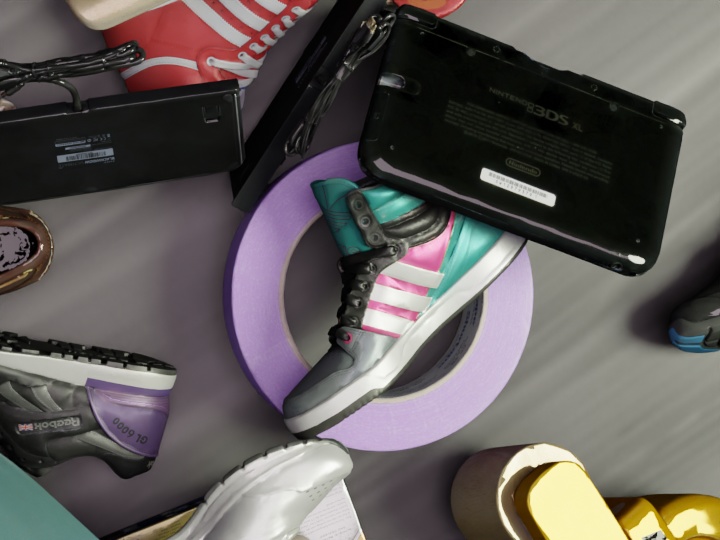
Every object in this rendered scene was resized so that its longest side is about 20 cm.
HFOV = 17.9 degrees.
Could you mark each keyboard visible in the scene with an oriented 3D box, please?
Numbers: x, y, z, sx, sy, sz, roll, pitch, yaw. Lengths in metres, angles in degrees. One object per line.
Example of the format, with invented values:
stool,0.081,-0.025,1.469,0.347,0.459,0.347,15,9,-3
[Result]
keyboard,-0.023,-0.122,1.438,0.021,0.127,0.201,29,105,-15
keyboard,-0.173,-0.094,1.401,0.198,0.128,0.021,-9,51,-6

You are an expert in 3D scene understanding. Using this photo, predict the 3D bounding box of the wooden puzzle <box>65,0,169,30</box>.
wooden puzzle,-0.123,-0.242,1.448,0.184,0.046,0.200,-26,50,-7

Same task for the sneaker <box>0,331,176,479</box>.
sneaker,-0.222,0.088,1.462,0.198,0.076,0.088,11,95,-9

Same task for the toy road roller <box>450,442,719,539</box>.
toy road roller,0.169,0.179,1.501,0.146,0.123,0.201,-38,98,-20

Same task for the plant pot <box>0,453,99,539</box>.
plant pot,-0.274,0.186,1.396,0.200,0.201,0.161,-43,75,-6

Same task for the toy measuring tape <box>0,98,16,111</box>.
toy measuring tape,-0.256,-0.195,1.456,0.073,0.074,0.201,-33,95,-7

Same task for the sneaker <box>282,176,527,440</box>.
sneaker,0.000,0.000,1.421,0.200,0.084,0.121,-44,101,-14

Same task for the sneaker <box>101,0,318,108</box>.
sneaker,-0.067,-0.151,1.459,0.199,0.071,0.113,-13,102,19

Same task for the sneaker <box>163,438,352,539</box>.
sneaker,-0.079,0.181,1.404,0.200,0.075,0.087,-40,74,-2

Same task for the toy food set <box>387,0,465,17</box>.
toy food set,0.031,-0.270,1.508,0.198,0.049,0.200,12,89,-9

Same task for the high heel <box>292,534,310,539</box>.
high heel,-0.100,0.253,1.460,0.200,0.067,0.096,-37,125,-19

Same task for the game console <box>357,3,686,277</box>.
game console,0.093,-0.085,1.453,0.199,0.116,0.177,19,64,-10

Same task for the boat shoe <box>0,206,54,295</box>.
boat shoe,-0.295,-0.004,1.451,0.198,0.070,0.071,-14,93,-7

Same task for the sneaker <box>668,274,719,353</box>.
sneaker,0.285,-0.013,1.547,0.199,0.073,0.082,-29,78,-13

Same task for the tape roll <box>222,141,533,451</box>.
tape roll,0.011,0.016,1.500,0.198,0.066,0.202,0,90,-8

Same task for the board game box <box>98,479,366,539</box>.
board game box,-0.088,0.216,1.501,0.199,0.035,0.136,-21,93,-8
